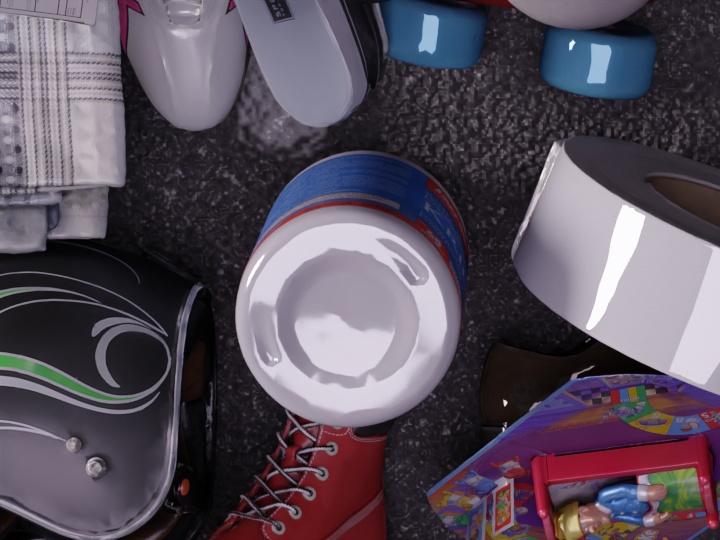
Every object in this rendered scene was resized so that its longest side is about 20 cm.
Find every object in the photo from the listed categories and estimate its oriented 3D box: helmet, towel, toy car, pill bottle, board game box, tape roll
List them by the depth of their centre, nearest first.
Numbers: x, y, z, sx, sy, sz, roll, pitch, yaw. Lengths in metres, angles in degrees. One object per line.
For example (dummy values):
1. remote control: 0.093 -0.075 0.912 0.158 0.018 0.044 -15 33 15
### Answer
1. toy car: 0.089 -0.175 1.353 0.176 0.200 0.185 10 105 1
2. towel: -0.215 -0.108 1.382 0.192 0.035 0.201 -1 93 -17
3. tape roll: 0.181 0.002 1.394 0.202 0.202 0.071 20 106 -2
4. pill bottle: 0.000 0.000 1.404 0.112 0.200 0.113 1 106 4
5. helmet: -0.179 0.080 1.444 0.190 0.200 0.201 2 105 6
6. board game box: 0.137 0.125 1.450 0.158 0.039 0.200 20 140 -27

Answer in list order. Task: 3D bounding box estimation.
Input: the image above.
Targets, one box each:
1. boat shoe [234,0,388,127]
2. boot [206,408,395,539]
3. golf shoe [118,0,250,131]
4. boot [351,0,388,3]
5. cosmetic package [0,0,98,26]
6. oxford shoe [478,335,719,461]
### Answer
1. boat shoe: -0.032 -0.175 1.382 0.073 0.068 0.200 -10 112 36
2. boot: -0.047 0.117 1.449 0.072 0.200 0.145 17 107 29
3. golf shoe: -0.100 -0.166 1.425 0.072 0.092 0.201 -4 106 4
4. boot: 0.020 -0.234 1.314 0.198 0.162 0.073 -47 134 0
5. cosmetic package: -0.163 -0.210 1.358 0.082 0.200 0.051 8 136 -9
6. oxford shoe: 0.163 0.058 1.478 0.199 0.073 0.085 -3 88 -3
